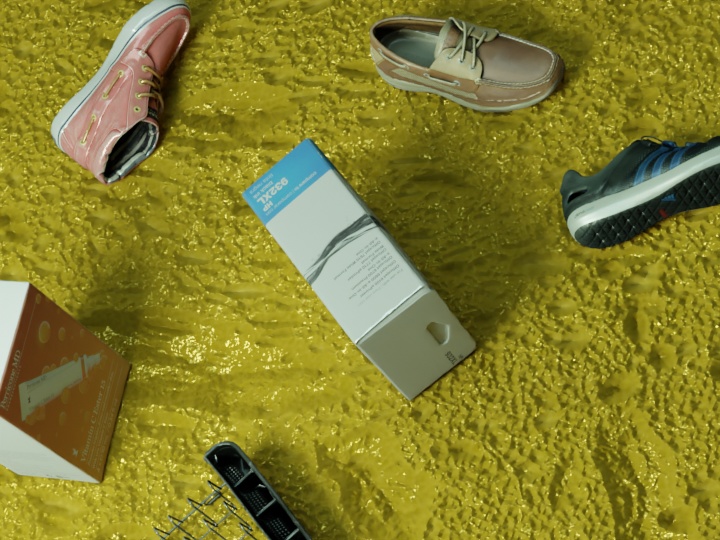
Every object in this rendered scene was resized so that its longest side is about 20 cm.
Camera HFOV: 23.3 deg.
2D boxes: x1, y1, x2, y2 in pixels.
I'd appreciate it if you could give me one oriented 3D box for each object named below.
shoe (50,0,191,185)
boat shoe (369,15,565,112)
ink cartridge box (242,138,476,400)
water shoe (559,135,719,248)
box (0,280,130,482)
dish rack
[{"bbox_3d":[-0.224,-0.183,1.791,0.091,0.071,0.200,40,90,31],"label":"shoe"},{"bbox_3d":[0.095,-0.201,1.663,0.199,0.072,0.076,8,69,26],"label":"boat shoe"},{"bbox_3d":[0.000,0.000,1.561,0.084,0.145,0.200,-39,58,1],"label":"ink cartridge box"},{"bbox_3d":[0.269,-0.092,1.538,0.199,0.072,0.079,-22,57,11],"label":"water shoe"},{"bbox_3d":[-0.310,0.103,1.607,0.097,0.200,0.125,2,67,23],"label":"box"},{"bbox_3d":[-0.139,0.270,1.542,0.200,0.055,0.153,-42,57,-1],"label":"dish rack"}]
